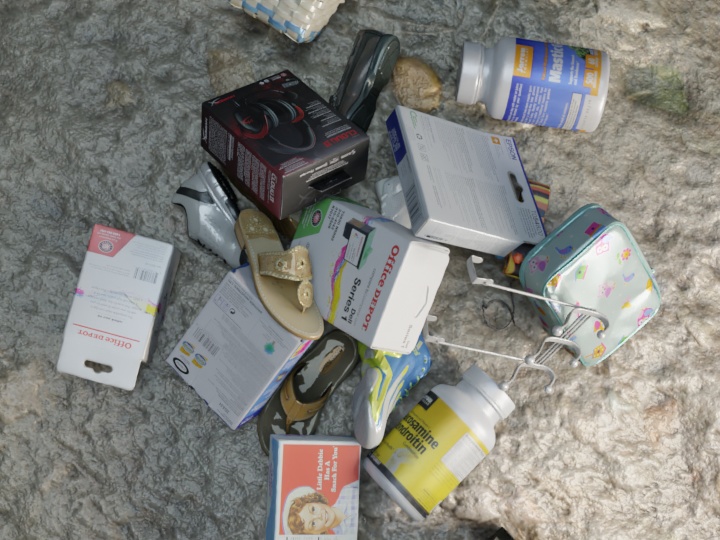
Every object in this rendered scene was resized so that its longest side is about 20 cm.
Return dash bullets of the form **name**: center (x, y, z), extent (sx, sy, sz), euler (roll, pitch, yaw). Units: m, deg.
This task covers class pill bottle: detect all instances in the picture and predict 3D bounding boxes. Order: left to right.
- **pill bottle**: center (0.106, 0.222, 1.532), extent (0.112, 0.112, 0.200), euler (45, 84, 5)
- **pill bottle**: center (0.232, -0.258, 1.596), extent (0.197, 0.112, 0.114), euler (8, 83, 0)

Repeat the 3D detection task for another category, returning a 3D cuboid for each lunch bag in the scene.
- **lunch bag**: center (0.306, 0.019, 1.531), extent (0.160, 0.201, 0.077), euler (-42, 41, -5)

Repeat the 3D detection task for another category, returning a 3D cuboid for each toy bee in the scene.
- **toy bee**: center (0.226, -0.029, 1.569), extent (0.129, 0.109, 0.204), euler (-5, 83, -3)

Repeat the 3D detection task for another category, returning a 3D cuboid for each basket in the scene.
- **basket**: center (-0.084, -0.430, 1.590), extent (0.175, 0.139, 0.201), euler (32, 114, 3)

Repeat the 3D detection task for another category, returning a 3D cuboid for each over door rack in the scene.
- **over door rack**: center (0.189, 0.081, 1.458), extent (0.198, 0.148, 0.067), euler (22, 47, -12)

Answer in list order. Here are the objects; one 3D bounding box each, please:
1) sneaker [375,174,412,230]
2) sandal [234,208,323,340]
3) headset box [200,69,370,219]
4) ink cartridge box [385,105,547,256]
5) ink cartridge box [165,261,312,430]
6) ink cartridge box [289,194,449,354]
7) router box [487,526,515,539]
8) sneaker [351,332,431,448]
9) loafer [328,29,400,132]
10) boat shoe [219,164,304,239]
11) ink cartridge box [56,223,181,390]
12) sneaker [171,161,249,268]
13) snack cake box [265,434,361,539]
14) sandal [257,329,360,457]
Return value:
- **sneaker**: center (0.053, -0.076, 1.597), extent (0.098, 0.078, 0.201), euler (29, 74, 10)
- **sandal**: center (-0.099, -0.014, 1.482), extent (0.077, 0.070, 0.213), euler (-4, 49, -37)
- **headset box**: center (-0.093, -0.162, 1.518), extent (0.147, 0.076, 0.200), euler (-27, 54, -31)
- **ink cartridge box**: center (0.139, -0.113, 1.532), extent (0.197, 0.041, 0.202), euler (12, 48, -29)
- **ink cartridge box**: center (-0.162, 0.109, 1.530), extent (0.136, 0.076, 0.201), euler (43, 113, 11)
- **ink cartridge box**: center (0.000, 0.000, 1.508), extent (0.199, 0.083, 0.147), euler (29, 101, 41)
- **router box**: center (0.221, 0.404, 1.466), extent (0.051, 0.200, 0.149), euler (-42, 85, -4)
- **sneaker**: center (0.048, 0.143, 1.539), extent (0.103, 0.076, 0.203), euler (13, 60, -15)
- **loafer**: center (-0.012, -0.240, 1.620), extent (0.062, 0.072, 0.202), euler (24, 85, 24)
- **boat shoe**: center (-0.129, -0.132, 1.602), extent (0.069, 0.074, 0.200), euler (-35, 76, -25)
- **ink cartridge box**: center (-0.326, 0.053, 1.572), extent (0.115, 0.068, 0.203), euler (15, 81, 2)
- **sneaker**: center (-0.185, -0.045, 1.593), extent (0.079, 0.074, 0.202), euler (-33, 79, 6)
- **snack cake box**: center (-0.064, 0.318, 1.519), extent (0.113, 0.067, 0.204), euler (4, 88, -15)
- **sandal**: center (-0.071, 0.163, 1.567), extent (0.080, 0.054, 0.201), euler (37, 84, 4)
